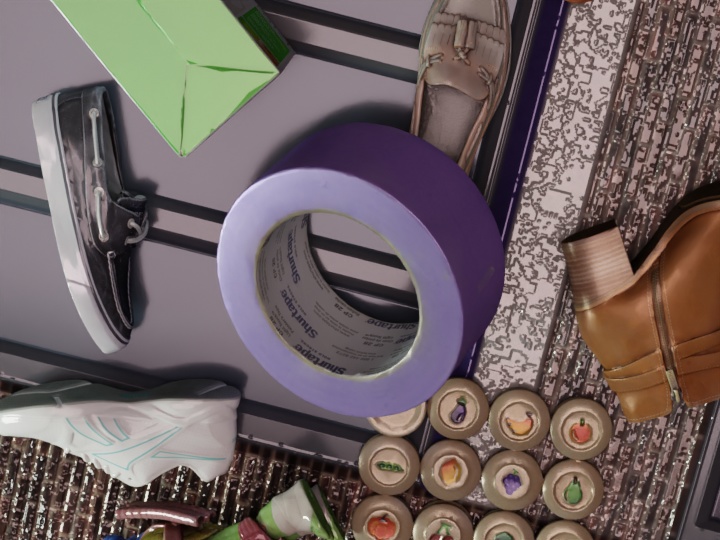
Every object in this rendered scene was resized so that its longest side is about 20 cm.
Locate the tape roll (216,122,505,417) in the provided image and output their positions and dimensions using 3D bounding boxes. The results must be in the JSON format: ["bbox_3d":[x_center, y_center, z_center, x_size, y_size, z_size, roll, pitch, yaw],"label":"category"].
[{"bbox_3d":[0.000,0.000,1.299,0.198,0.085,0.202,13,122,21],"label":"tape roll"}]

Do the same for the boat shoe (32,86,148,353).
[{"bbox_3d":[-0.194,-0.039,1.354,0.067,0.072,0.202,-12,93,6],"label":"boat shoe"}]

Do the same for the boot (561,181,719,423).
[{"bbox_3d":[0.262,0.021,1.343,0.198,0.074,0.156,-18,99,18],"label":"boot"}]

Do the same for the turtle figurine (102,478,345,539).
[{"bbox_3d":[-0.100,0.255,1.371,0.192,0.201,0.144,-28,133,4],"label":"turtle figurine"}]

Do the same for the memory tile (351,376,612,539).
[{"bbox_3d":[0.095,0.162,1.405,0.197,0.017,0.155,8,101,1],"label":"memory tile"}]

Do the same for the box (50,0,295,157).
[{"bbox_3d":[-0.147,-0.194,1.263,0.096,0.177,0.201,-38,97,9],"label":"box"}]

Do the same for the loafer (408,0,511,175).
[{"bbox_3d":[0.070,-0.124,1.325,0.071,0.063,0.202,14,102,0],"label":"loafer"}]

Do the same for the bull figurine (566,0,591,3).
[{"bbox_3d":[0.101,-0.267,1.286,0.198,0.066,0.122,23,133,-9],"label":"bull figurine"}]

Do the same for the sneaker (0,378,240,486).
[{"bbox_3d":[-0.193,0.130,1.384,0.198,0.070,0.081,1,104,2],"label":"sneaker"}]
